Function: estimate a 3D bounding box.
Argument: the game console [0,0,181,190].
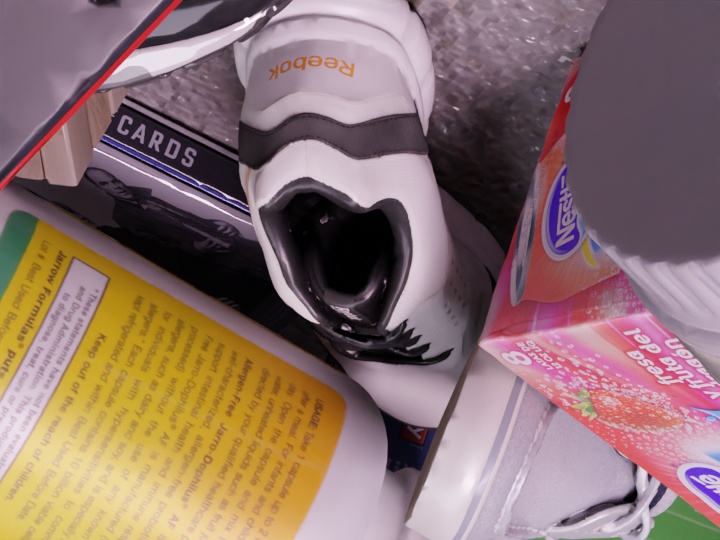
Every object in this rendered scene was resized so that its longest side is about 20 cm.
[{"bbox_3d":[-0.128,-0.101,0.619,0.177,0.031,0.200,41,106,-15],"label":"game console"}]

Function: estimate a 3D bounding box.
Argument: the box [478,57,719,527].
[{"bbox_3d":[0.143,0.022,0.738,0.200,0.103,0.095,36,150,-32],"label":"box"}]

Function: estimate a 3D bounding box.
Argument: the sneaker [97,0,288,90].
[{"bbox_3d":[-0.111,-0.107,0.683,0.200,0.076,0.088,8,145,23],"label":"sneaker"}]

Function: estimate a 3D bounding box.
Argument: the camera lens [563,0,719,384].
[{"bbox_3d":[0.166,-0.011,0.591,0.200,0.160,0.160,35,150,-28],"label":"camera lens"}]

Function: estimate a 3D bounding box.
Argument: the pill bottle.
[{"bbox_3d":[-0.063,0.064,0.803,0.200,0.113,0.113,30,152,-12],"label":"pill bottle"}]

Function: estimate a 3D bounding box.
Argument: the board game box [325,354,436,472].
[{"bbox_3d":[-0.012,0.117,0.964,0.062,0.200,0.200,19,168,-2],"label":"board game box"}]

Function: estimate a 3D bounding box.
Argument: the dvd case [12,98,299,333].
[{"bbox_3d":[-0.114,-0.027,0.902,0.200,0.025,0.150,27,153,-13],"label":"dvd case"}]

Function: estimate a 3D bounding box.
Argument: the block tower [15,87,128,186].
[{"bbox_3d":[-0.167,-0.072,0.784,0.200,0.054,0.058,6,130,14],"label":"block tower"}]

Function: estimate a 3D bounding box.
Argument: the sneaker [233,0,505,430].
[{"bbox_3d":[0.000,0.000,0.791,0.074,0.080,0.200,-6,144,14],"label":"sneaker"}]

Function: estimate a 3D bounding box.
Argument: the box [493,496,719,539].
[{"bbox_3d":[0.104,0.181,0.981,0.199,0.172,0.200,21,154,-4],"label":"box"}]

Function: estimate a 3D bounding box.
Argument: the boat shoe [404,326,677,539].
[{"bbox_3d":[0.068,0.048,0.788,0.071,0.070,0.201,24,-168,11],"label":"boat shoe"}]
